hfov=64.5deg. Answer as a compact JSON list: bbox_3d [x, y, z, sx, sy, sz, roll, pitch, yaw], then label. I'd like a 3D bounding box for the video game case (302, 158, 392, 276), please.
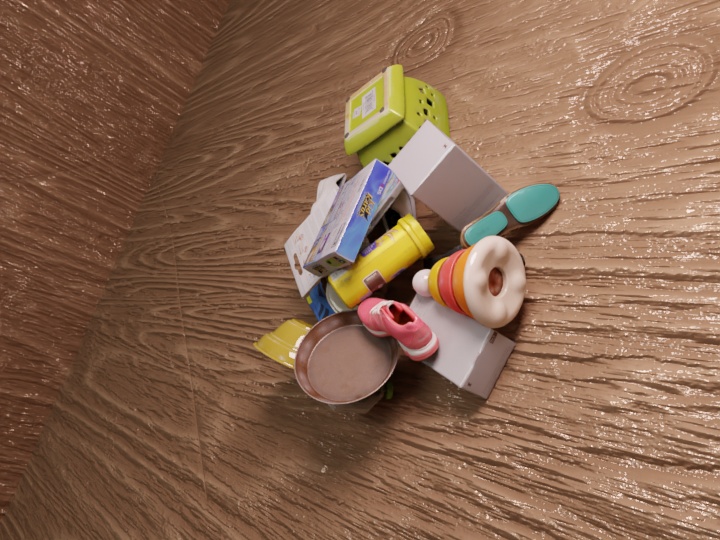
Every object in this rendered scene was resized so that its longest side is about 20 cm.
[{"bbox_3d":[-0.027,-0.095,1.103,0.181,0.045,0.202,-19,45,64],"label":"video game case"}]

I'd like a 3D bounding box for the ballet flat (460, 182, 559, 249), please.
[{"bbox_3d":[0.262,-0.093,1.027,0.199,0.068,0.072,-33,-5,-5],"label":"ballet flat"}]

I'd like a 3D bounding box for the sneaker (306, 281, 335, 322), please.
[{"bbox_3d":[-0.060,0.087,1.299,0.079,0.066,0.200,-49,39,9],"label":"sneaker"}]

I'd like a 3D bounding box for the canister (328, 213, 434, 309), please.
[{"bbox_3d":[0.038,-0.014,1.122,0.199,0.087,0.149,-37,-2,1],"label":"canister"}]

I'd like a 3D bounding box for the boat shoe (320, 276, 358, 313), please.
[{"bbox_3d":[-0.051,0.035,1.272,0.071,0.060,0.201,-20,56,-9],"label":"boat shoe"}]

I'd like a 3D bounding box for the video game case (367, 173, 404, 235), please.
[{"bbox_3d":[0.056,-0.168,1.250,0.200,0.017,0.144,-51,15,40],"label":"video game case"}]

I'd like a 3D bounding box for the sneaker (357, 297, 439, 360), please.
[{"bbox_3d":[0.058,0.078,1.006,0.074,0.087,0.199,-40,36,-19],"label":"sneaker"}]

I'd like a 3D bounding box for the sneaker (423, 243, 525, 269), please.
[{"bbox_3d":[0.206,-0.014,1.060,0.199,0.060,0.105,-33,50,37],"label":"sneaker"}]

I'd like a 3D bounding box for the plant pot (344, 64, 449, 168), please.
[{"bbox_3d":[0.074,-0.336,1.319,0.198,0.181,0.202,-27,48,37],"label":"plant pot"}]

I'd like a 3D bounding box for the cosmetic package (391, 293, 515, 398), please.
[{"bbox_3d":[0.159,0.127,1.009,0.200,0.081,0.114,31,92,52],"label":"cosmetic package"}]

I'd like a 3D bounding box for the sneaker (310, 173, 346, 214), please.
[{"bbox_3d":[-0.072,-0.173,1.475,0.088,0.075,0.202,-22,49,33],"label":"sneaker"}]

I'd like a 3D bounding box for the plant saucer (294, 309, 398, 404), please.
[{"bbox_3d":[-0.024,0.163,1.053,0.198,0.035,0.202,-10,47,10],"label":"plant saucer"}]

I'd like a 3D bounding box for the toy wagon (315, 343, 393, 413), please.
[{"bbox_3d":[-0.015,0.179,1.127,0.040,0.153,0.202,110,163,-55],"label":"toy wagon"}]

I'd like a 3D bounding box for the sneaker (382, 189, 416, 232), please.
[{"bbox_3d":[0.082,-0.130,1.267,0.073,0.071,0.201,-41,42,24],"label":"sneaker"}]

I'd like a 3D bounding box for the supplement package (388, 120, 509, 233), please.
[{"bbox_3d":[0.172,-0.166,1.081,0.117,0.199,0.118,-47,40,16],"label":"supplement package"}]

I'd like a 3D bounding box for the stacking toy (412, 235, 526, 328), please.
[{"bbox_3d":[0.167,0.018,0.976,0.199,0.145,0.147,0,67,53],"label":"stacking toy"}]

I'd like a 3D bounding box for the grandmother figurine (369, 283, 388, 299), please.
[{"bbox_3d":[0.000,0.000,1.293,0.122,0.060,0.200,-64,33,20],"label":"grandmother figurine"}]

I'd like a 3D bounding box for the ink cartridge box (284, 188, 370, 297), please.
[{"bbox_3d":[-0.079,-0.057,1.268,0.200,0.047,0.161,-45,51,28],"label":"ink cartridge box"}]

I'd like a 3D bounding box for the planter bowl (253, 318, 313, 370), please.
[{"bbox_3d":[-0.118,0.156,1.205,0.200,0.199,0.084,22,88,52],"label":"planter bowl"}]
